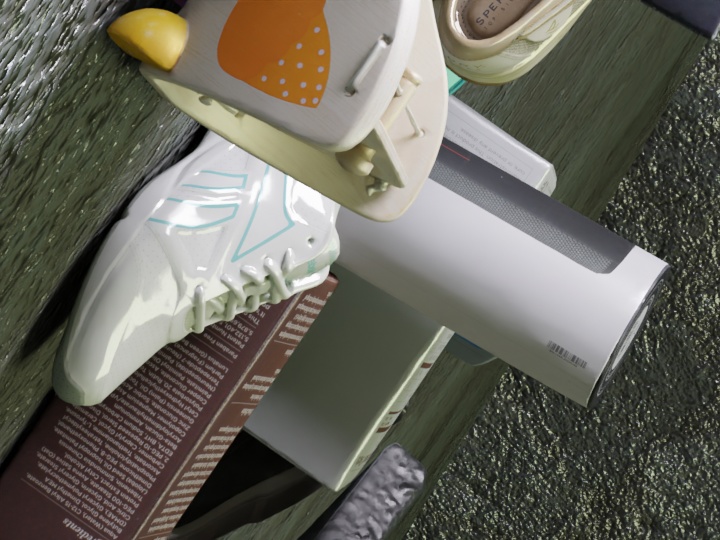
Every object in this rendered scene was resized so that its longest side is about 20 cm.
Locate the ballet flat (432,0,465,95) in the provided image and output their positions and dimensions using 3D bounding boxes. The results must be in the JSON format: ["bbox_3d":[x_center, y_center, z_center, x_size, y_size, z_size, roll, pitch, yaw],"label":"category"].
[{"bbox_3d":[0.042,-0.131,1.374,0.200,0.068,0.072,-36,-145,11],"label":"ballet flat"}]

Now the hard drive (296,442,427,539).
[{"bbox_3d":[-0.045,0.188,1.620,0.140,0.033,0.200,-50,180,-38],"label":"hard drive"}]

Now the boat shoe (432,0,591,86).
[{"bbox_3d":[0.102,-0.166,1.264,0.200,0.072,0.065,-50,174,-3],"label":"boat shoe"}]

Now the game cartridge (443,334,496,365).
[{"bbox_3d":[0.040,-0.005,1.717,0.041,0.133,0.200,-61,174,-16],"label":"game cartridge"}]

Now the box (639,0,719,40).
[{"bbox_3d":[0.180,-0.253,1.441,0.200,0.117,0.197,-60,-175,30],"label":"box"}]

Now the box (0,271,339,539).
[{"bbox_3d":[-0.097,0.065,1.372,0.201,0.075,0.100,-57,173,0],"label":"box"}]

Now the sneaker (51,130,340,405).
[{"bbox_3d":[-0.055,-0.013,1.262,0.200,0.080,0.070,-51,174,-24],"label":"sneaker"}]

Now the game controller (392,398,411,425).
[{"bbox_3d":[-0.039,0.090,1.770,0.200,0.042,0.105,-30,-158,34],"label":"game controller"}]

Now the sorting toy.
[{"bbox_3d":[0.001,-0.128,1.078,0.181,0.106,0.200,-62,173,-4],"label":"sorting toy"}]

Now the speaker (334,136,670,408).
[{"bbox_3d":[0.042,-0.017,1.411,0.081,0.199,0.081,-57,170,-16],"label":"speaker"}]

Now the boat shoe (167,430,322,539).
[{"bbox_3d":[-0.105,0.124,1.589,0.199,0.057,0.067,-23,160,-26],"label":"boat shoe"}]

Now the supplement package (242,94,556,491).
[{"bbox_3d":[0.000,0.000,1.535,0.200,0.117,0.117,-55,175,1],"label":"supplement package"}]
